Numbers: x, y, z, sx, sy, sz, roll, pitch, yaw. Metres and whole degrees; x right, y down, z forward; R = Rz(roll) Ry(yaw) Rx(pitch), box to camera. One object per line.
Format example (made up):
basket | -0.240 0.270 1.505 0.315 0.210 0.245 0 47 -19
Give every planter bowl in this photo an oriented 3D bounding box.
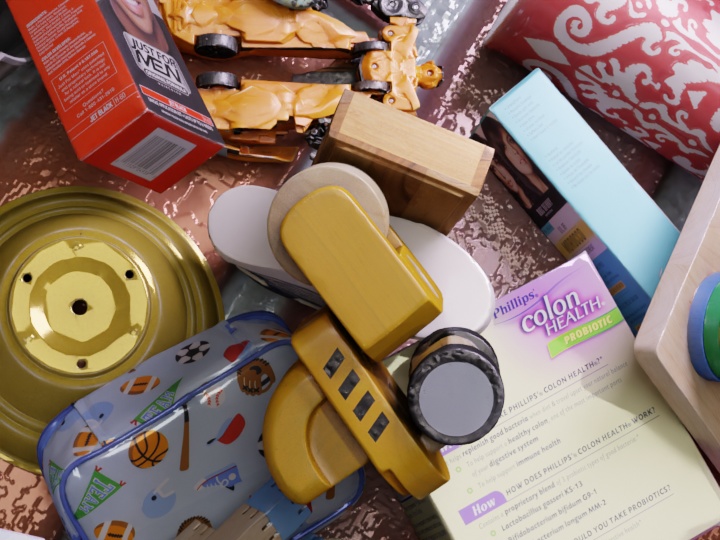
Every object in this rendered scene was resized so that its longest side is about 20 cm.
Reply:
planter bowl | -0.184 0.032 1.248 0.199 0.083 0.202 2 77 -8

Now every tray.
tray | 0.015 -0.052 1.238 0.098 0.200 0.037 22 73 -3

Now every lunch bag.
lunch bag | -0.103 0.132 1.220 0.199 0.076 0.161 -29 120 -13

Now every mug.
mug | 0.215 -0.173 1.337 0.200 0.133 0.178 35 76 -3

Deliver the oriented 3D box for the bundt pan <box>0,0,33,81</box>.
bundt pan | -0.304 -0.185 1.237 0.076 0.202 0.202 -42 86 21

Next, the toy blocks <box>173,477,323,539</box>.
toy blocks | -0.059 0.220 1.194 0.137 0.100 0.201 -42 120 -21

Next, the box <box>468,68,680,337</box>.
box | 0.161 -0.039 1.320 0.049 0.082 0.200 -39 85 -14

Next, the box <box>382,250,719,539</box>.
box | 0.114 0.121 1.268 0.175 0.097 0.201 -28 83 -14

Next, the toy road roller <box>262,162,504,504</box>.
toy road roller | -0.012 0.048 1.131 0.146 0.123 0.200 -35 92 4

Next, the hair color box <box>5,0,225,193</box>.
hair color box | -0.173 -0.156 1.255 0.061 0.101 0.201 -35 67 16

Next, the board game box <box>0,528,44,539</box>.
board game box | -0.288 0.166 1.141 0.199 0.199 0.044 13 75 -5

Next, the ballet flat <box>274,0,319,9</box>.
ballet flat | -0.077 -0.270 1.314 0.074 0.074 0.201 -24 64 -13

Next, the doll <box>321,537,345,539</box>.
doll | 0.020 0.237 1.190 0.136 0.048 0.200 -44 128 -15

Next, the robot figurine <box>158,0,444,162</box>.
robot figurine | -0.042 -0.137 1.323 0.199 0.058 0.146 2 77 -8

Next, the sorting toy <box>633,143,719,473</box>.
sorting toy | 0.283 0.030 1.258 0.200 0.069 0.199 49 58 -40

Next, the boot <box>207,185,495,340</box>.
boot | 0.000 0.000 1.254 0.199 0.090 0.073 23 81 16
